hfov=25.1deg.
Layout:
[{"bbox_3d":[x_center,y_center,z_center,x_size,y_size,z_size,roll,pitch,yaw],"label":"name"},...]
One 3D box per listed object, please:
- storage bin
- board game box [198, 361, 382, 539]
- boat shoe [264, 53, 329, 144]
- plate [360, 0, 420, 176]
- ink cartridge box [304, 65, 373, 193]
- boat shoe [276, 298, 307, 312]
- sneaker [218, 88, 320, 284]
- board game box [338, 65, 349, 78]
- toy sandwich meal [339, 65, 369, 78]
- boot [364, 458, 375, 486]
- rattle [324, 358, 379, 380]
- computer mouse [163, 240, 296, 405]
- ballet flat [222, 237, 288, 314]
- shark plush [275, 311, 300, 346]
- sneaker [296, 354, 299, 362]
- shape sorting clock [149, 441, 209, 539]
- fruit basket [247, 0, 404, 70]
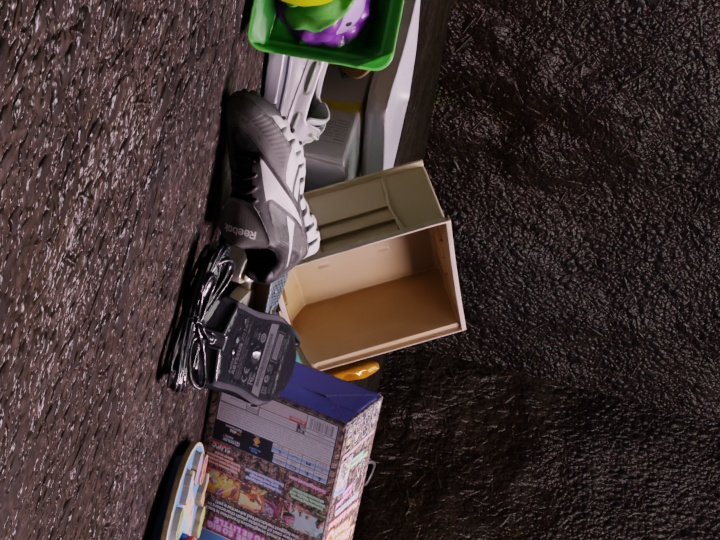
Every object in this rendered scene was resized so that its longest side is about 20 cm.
[{"bbox_3d":[0.000,0.000,1.751,0.201,0.197,0.094,77,-4,-54],"label":"storage bin"},{"bbox_3d":[-0.081,0.210,1.732,0.097,0.158,0.201,-30,136,-61],"label":"board game box"},{"bbox_3d":[-0.064,-0.153,1.617,0.074,0.066,0.201,-71,172,-45],"label":"boat shoe"},{"bbox_3d":[0.032,-0.194,1.839,0.201,0.032,0.201,95,9,-55],"label":"plate"},{"bbox_3d":[-0.040,-0.145,1.811,0.146,0.083,0.201,97,7,-48],"label":"ink cartridge box"},{"bbox_3d":[-0.078,0.025,1.883,0.067,0.073,0.201,-79,178,-51],"label":"boat shoe"},{"bbox_3d":[-0.091,-0.066,1.457,0.091,0.066,0.201,-50,143,-34],"label":"sneaker"},{"bbox_3d":[-0.002,-0.302,1.708,0.200,0.023,0.105,118,-41,-60],"label":"board game box"},{"bbox_3d":[-0.025,-0.286,1.634,0.205,0.070,0.207,173,-90,-71],"label":"toy sandwich meal"},{"bbox_3d":[-0.077,0.236,1.822,0.067,0.131,0.200,-5,144,-52],"label":"boot"},{"bbox_3d":[-0.069,0.210,2.144,0.130,0.142,0.202,150,-50,-71],"label":"rattle"},{"bbox_3d":[-0.124,0.063,1.499,0.200,0.052,0.139,39,66,-59],"label":"computer mouse"},{"bbox_3d":[-0.111,0.016,1.573,0.074,0.074,0.202,-64,163,-67],"label":"ballet flat"},{"bbox_3d":[-0.103,0.041,1.726,0.200,0.090,0.084,-36,109,-75],"label":"shark plush"},{"bbox_3d":[-0.106,0.145,1.856,0.200,0.079,0.078,96,9,-59],"label":"sneaker"},{"bbox_3d":[-0.178,0.270,1.609,0.200,0.039,0.202,14,90,-85],"label":"shape sorting clock"},{"bbox_3d":[-0.026,-0.278,1.391,0.216,0.154,0.218,-172,-90,-78],"label":"fruit basket"}]
